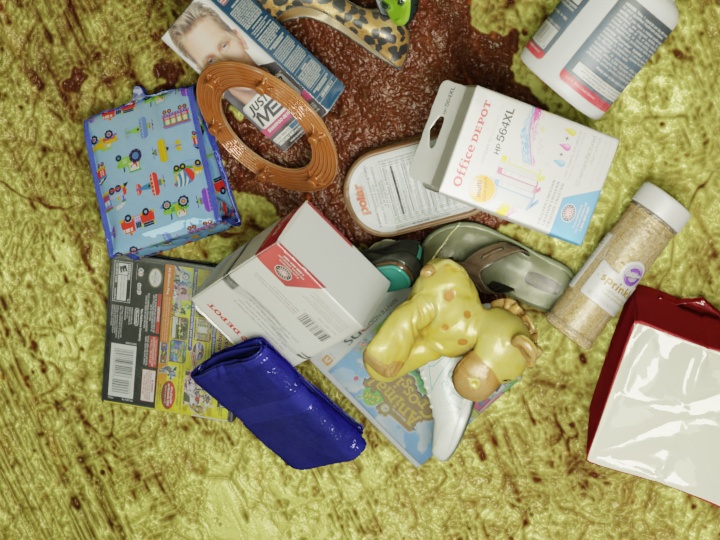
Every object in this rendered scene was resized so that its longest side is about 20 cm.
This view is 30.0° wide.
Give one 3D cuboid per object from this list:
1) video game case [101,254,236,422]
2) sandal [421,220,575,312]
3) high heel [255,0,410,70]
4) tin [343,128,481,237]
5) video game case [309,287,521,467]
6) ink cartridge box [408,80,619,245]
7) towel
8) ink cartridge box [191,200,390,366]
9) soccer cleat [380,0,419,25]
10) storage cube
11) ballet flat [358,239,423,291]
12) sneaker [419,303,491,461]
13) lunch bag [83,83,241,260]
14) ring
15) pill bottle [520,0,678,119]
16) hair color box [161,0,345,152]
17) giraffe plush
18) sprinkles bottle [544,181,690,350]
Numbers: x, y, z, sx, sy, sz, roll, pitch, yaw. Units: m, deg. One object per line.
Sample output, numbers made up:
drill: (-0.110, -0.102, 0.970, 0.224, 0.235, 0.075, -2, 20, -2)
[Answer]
video game case: (-0.239, 0.084, 1.723, 0.179, 0.026, 0.202, 8, 102, 10)
sandal: (0.167, -0.004, 1.608, 0.199, 0.057, 0.081, 17, 104, 9)
high heel: (-0.045, -0.280, 1.587, 0.198, 0.071, 0.144, -20, 93, 7)
tin: (0.075, -0.107, 1.618, 0.198, 0.042, 0.113, -15, 94, 14)
video game case: (0.067, 0.118, 1.660, 0.182, 0.022, 0.200, -42, 98, 15)
ink cartridge box: (0.166, -0.125, 1.519, 0.198, 0.125, 0.130, 19, 95, -8)
towel: (-0.097, 0.164, 1.649, 0.147, 0.050, 0.200, -17, 124, 46)
ink cartridge box: (-0.085, 0.026, 1.592, 0.147, 0.083, 0.199, 45, 139, -14)
soccer cleat: (0.057, -0.383, 1.539, 0.067, 0.080, 0.202, 2, 97, 55)
storage cube: (0.364, 0.138, 1.537, 0.169, 0.180, 0.202, 19, 105, 7)
ballet flat: (0.000, 0.000, 1.630, 0.199, 0.069, 0.068, -8, 131, 39)
sneaker: (0.105, 0.129, 1.617, 0.079, 0.070, 0.202, 12, 99, 8)
lunch bag: (-0.252, -0.131, 1.652, 0.149, 0.094, 0.202, -17, 85, 10)
ring: (-0.114, -0.163, 1.582, 0.200, 0.201, 0.019, 33, 61, 3)
pill bottle: (0.284, -0.281, 1.499, 0.119, 0.120, 0.200, 40, 106, 1)
hair color box: (-0.126, -0.244, 1.578, 0.200, 0.061, 0.100, 42, 134, -11)
giraffe plush: (0.118, 0.073, 1.498, 0.162, 0.173, 0.201, 37, 112, 5)
sprinkles bottle: (0.299, -0.005, 1.562, 0.068, 0.068, 0.201, 36, 96, 2)
